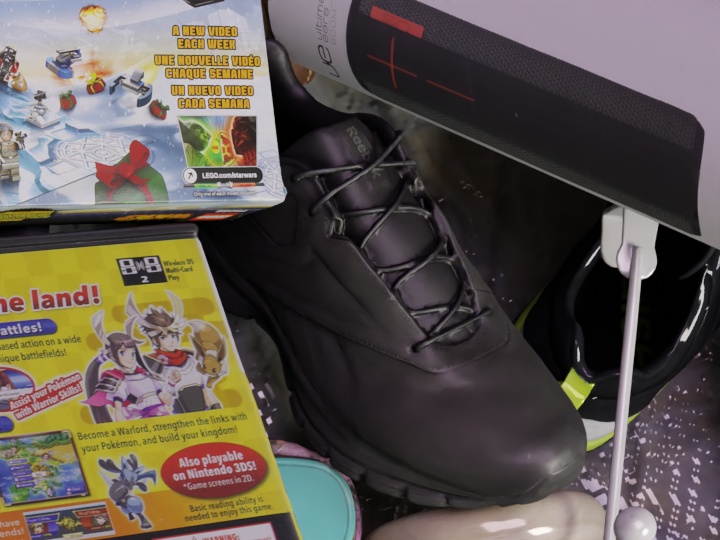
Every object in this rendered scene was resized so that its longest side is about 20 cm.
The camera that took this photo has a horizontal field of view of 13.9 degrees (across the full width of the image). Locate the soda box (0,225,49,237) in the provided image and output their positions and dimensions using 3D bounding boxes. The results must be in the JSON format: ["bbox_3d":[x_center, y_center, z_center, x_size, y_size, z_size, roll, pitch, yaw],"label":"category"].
[{"bbox_3d":[-0.140,-0.063,0.978,0.063,0.071,0.200,14,76,-34],"label":"soda box"}]

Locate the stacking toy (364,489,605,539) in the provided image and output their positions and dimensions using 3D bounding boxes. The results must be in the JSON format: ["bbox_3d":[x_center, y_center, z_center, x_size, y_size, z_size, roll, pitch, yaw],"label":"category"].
[{"bbox_3d":[0.058,0.177,0.980,0.085,0.085,0.200,-6,78,-21],"label":"stacking toy"}]

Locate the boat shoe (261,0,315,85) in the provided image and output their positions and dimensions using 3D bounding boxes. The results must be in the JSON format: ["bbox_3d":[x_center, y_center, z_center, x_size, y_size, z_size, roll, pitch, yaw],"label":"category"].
[{"bbox_3d":[-0.042,-0.157,1.072,0.068,0.072,0.200,-9,71,-20],"label":"boat shoe"}]

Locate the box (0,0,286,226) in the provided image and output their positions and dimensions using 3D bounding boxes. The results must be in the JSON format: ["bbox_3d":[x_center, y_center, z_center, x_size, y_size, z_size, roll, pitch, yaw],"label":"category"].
[{"bbox_3d":[-0.124,-0.083,0.922,0.200,0.040,0.137,-2,82,-33],"label":"box"}]

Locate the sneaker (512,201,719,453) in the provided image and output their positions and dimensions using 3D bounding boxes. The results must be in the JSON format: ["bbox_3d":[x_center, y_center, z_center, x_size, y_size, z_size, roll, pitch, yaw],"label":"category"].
[{"bbox_3d":[0.120,-0.011,1.065,0.072,0.083,0.200,36,63,-3],"label":"sneaker"}]

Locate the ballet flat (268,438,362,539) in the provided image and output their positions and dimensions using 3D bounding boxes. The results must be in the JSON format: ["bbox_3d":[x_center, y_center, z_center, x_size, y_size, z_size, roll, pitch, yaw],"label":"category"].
[{"bbox_3d":[-0.098,0.082,0.960,0.200,0.071,0.069,5,72,-27],"label":"ballet flat"}]

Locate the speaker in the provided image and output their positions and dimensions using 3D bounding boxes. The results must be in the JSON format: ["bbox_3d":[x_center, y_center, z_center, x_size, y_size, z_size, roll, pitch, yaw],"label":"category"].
[{"bbox_3d":[0.067,-0.073,0.975,0.200,0.081,0.081,26,58,31],"label":"speaker"}]

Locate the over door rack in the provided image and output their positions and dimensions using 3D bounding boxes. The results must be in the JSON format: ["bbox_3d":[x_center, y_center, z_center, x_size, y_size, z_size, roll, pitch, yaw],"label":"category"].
[{"bbox_3d":[0.148,0.071,0.958,0.148,0.067,0.200,8,70,-9],"label":"over door rack"}]

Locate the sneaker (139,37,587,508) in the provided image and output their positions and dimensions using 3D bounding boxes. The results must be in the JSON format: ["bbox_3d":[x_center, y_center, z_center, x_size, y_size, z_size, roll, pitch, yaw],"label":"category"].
[{"bbox_3d":[0.000,0.000,0.982,0.076,0.091,0.200,-28,57,-38],"label":"sneaker"}]

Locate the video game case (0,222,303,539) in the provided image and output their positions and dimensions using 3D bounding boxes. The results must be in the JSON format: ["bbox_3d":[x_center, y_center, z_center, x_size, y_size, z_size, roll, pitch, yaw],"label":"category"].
[{"bbox_3d":[-0.112,0.075,0.882,0.200,0.026,0.181,-5,64,-33],"label":"video game case"}]
